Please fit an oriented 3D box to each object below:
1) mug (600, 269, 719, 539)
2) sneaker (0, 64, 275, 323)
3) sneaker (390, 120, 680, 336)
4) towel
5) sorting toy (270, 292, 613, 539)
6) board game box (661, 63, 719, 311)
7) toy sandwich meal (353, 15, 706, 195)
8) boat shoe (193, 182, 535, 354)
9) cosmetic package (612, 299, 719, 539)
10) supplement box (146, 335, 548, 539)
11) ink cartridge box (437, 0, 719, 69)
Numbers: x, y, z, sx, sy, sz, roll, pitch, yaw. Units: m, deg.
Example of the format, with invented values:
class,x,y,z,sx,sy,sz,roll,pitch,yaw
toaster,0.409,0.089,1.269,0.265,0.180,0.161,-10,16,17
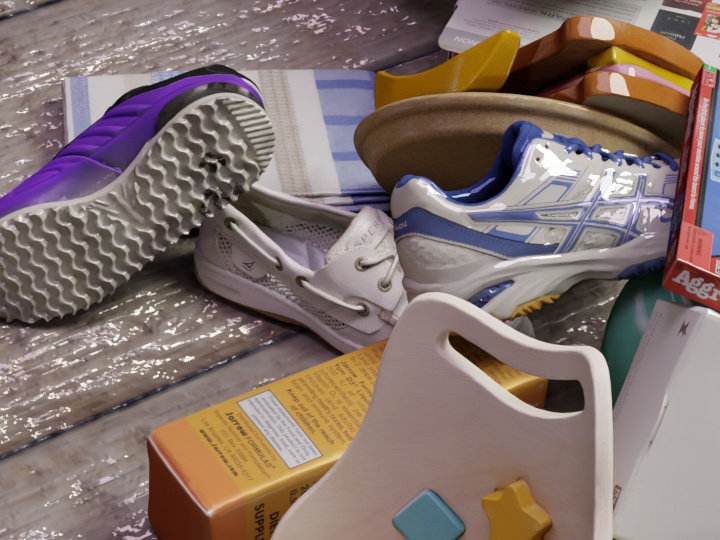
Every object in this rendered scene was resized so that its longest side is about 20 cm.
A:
class,x,y,z,sx,sy,sz,roll,pitch,yaw
mug,0.192,0.063,1.164,0.152,0.115,0.185,10,41,8
sneaker,-0.136,-0.048,1.275,0.200,0.070,0.100,-29,30,9
sneaker,0.112,-0.038,1.160,0.199,0.088,0.075,-20,9,-12
towel,-0.077,-0.072,1.375,0.199,0.024,0.147,-3,39,-10
sorting toy,0.057,0.109,1.021,0.107,0.181,0.200,-9,21,-40
board game box,0.201,-0.030,1.112,0.103,0.019,0.200,24,33,-3
toy sandwich meal,0.094,-0.078,1.265,0.204,0.205,0.070,7,73,5
boat shoe,0.000,0.000,1.259,0.199,0.069,0.071,18,41,15
cosmetic package,0.212,0.101,1.065,0.200,0.113,0.081,25,0,-8
supplement box,-0.005,0.087,1.160,0.200,0.067,0.069,-22,47,-26
ink cartridge box,0.158,-0.126,1.404,0.199,0.084,0.176,15,40,14
